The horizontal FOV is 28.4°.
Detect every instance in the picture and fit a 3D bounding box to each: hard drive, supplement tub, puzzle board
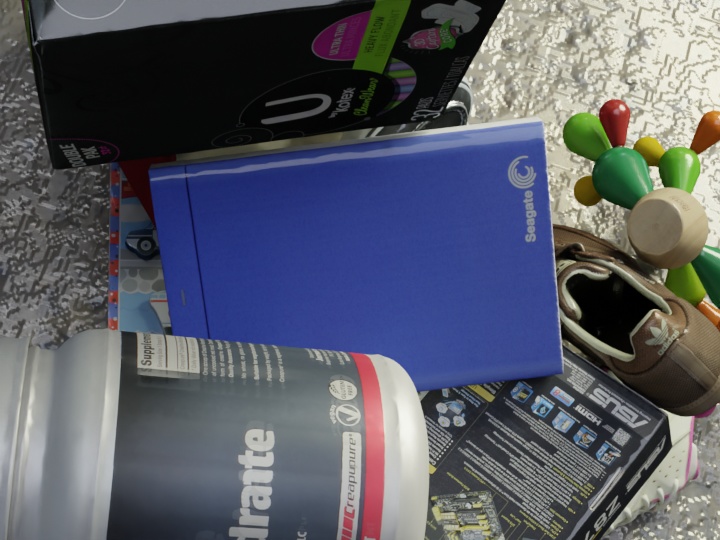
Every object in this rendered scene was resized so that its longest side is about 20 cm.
[{"bbox_3d":[0.000,0.000,0.729,0.198,0.025,0.133,-7,104,-1],"label":"hard drive"},{"bbox_3d":[-0.077,0.102,0.664,0.198,0.140,0.142,6,69,-11],"label":"supplement tub"},{"bbox_3d":[-0.053,-0.022,0.870,0.198,0.017,0.152,0,70,-8],"label":"puzzle board"}]

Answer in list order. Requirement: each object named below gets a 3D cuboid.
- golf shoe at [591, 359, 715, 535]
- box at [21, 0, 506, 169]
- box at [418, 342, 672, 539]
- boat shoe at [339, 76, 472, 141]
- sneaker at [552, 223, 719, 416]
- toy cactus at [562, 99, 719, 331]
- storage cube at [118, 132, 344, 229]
[{"bbox_3d":[0.146,0.119,0.820,0.091,0.075,0.201,33,71,-2],"label":"golf shoe"},{"bbox_3d":[-0.054,-0.138,0.643,0.198,0.149,0.126,-8,75,-12],"label":"box"},{"bbox_3d":[0.043,0.092,0.777,0.199,0.049,0.161,34,74,29],"label":"box"},{"bbox_3d":[0.005,-0.026,0.785,0.200,0.072,0.068,-49,51,-9],"label":"boat shoe"},{"bbox_3d":[0.126,0.007,0.799,0.071,0.075,0.200,-51,38,-4],"label":"sneaker"},{"bbox_3d":[0.194,-0.027,0.836,0.102,0.165,0.201,-37,79,17],"label":"toy cactus"},{"bbox_3d":[-0.073,-0.151,0.814,0.199,0.171,0.181,-27,77,-17],"label":"storage cube"}]
